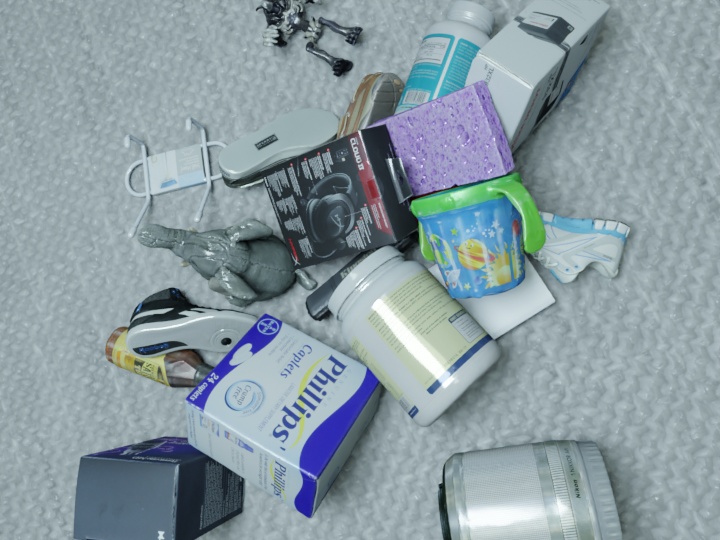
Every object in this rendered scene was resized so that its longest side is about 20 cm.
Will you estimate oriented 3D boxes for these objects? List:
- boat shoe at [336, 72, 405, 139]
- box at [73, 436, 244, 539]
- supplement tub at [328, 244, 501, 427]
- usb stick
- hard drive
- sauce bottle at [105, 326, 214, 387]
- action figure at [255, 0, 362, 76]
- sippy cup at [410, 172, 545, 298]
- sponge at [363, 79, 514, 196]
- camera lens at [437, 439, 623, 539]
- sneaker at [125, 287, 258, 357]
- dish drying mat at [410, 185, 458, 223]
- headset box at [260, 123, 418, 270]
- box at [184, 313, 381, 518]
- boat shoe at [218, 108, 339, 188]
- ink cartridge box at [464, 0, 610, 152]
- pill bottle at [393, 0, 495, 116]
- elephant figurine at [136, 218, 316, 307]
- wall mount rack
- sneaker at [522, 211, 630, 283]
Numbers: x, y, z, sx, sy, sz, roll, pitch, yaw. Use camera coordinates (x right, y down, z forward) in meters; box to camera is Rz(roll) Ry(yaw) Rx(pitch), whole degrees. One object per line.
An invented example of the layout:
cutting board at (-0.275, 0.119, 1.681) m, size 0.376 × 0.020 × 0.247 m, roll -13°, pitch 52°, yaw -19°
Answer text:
boat shoe at (0.000, -0.200, 0.925) m, size 0.072 × 0.075 × 0.202 m, roll 34°, pitch 101°, yaw 45°
box at (-0.265, 0.297, 0.847) m, size 0.146 × 0.200 × 0.106 m, roll 0°, pitch 82°, yaw 14°
supplement tub at (0.066, 0.081, 0.798) m, size 0.145 × 0.145 × 0.200 m, roll -44°, pitch 75°, yaw 4°
usb stick at (0.000, 0.000, 0.895) m, size 0.199 × 0.056 × 0.033 m, roll -39°, pitch 117°, yaw 10°
hard drive at (0.152, 0.041, 0.870) m, size 0.199 × 0.025 × 0.133 m, roll -33°, pitch 76°, yaw 8°
sauce bottle at (-0.294, 0.142, 0.945) m, size 0.197 × 0.066 × 0.067 m, roll 16°, pitch 86°, yaw 17°
action figure at (-0.096, -0.387, 0.953) m, size 0.199 × 0.102 × 0.120 m, roll 33°, pitch 102°, yaw 14°
sippy cup at (0.142, -0.039, 0.753) m, size 0.138 × 0.178 × 0.132 m, roll -15°, pitch 96°, yaw 6°
sponge at (0.095, -0.160, 0.795) m, size 0.199 × 0.030 × 0.113 m, roll -7°, pitch 112°, yaw 50°
camera lens at (0.201, 0.297, 0.753) m, size 0.197 × 0.160 × 0.163 m, roll -11°, pitch 80°, yaw 12°
sneaker at (-0.252, 0.066, 0.944) m, size 0.197 × 0.074 × 0.112 m, roll -3°, pitch 36°, yaw -13°
dish drying mat at (0.049, -0.095, 0.907) m, size 0.197 × 0.018 × 0.078 m, roll -17°, pitch 104°, yaw 11°
headset box at (-0.022, -0.099, 0.840) m, size 0.198 × 0.077 × 0.151 m, roll -15°, pitch 99°, yaw 34°
box at (-0.098, 0.184, 0.822) m, size 0.198 × 0.106 × 0.184 m, roll 25°, pitch 44°, yaw 15°
boat shoe at (-0.124, -0.186, 0.945) m, size 0.198 × 0.064 × 0.071 m, roll -25°, pitch 71°, yaw -15°
ink cartridge box at (0.216, -0.253, 0.794) m, size 0.083 × 0.146 × 0.200 m, roll 37°, pitch 63°, yaw 14°
pill bottle at (0.125, -0.271, 0.876) m, size 0.110 × 0.111 × 0.202 m, roll 21°, pitch 88°, yaw 15°
elephant figurine at (-0.182, -0.014, 0.869) m, size 0.154 × 0.200 × 0.143 m, roll -29°, pitch 76°, yaw 8°
wall mount rack at (-0.304, -0.142, 0.982) m, size 0.197 × 0.075 × 0.177 m, roll -11°, pitch 80°, yaw 13°
sneaker at (0.255, -0.029, 0.817) m, size 0.197 × 0.075 × 0.088 m, roll 7°, pitch 87°, yaw 4°
